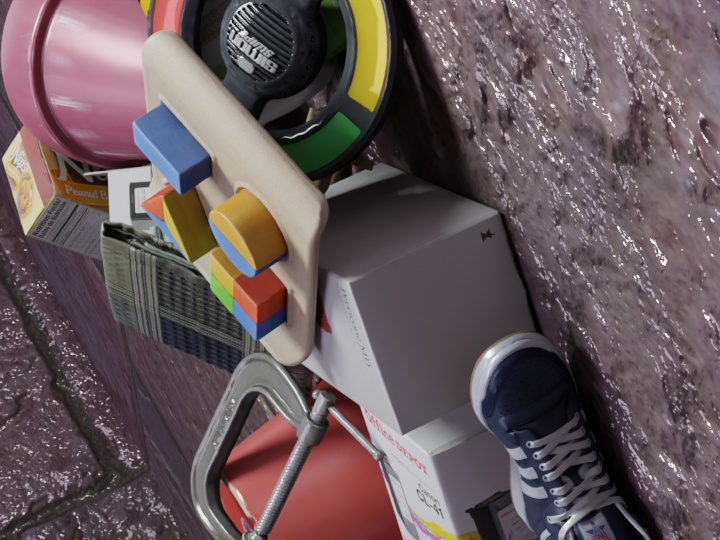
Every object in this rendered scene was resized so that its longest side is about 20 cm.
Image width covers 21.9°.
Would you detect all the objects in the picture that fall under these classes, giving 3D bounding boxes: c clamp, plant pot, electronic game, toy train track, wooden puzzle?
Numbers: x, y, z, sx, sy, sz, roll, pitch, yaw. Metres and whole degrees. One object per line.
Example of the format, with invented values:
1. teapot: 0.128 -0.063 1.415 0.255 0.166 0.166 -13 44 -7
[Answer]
1. c clamp: -0.076 0.161 1.523 0.171 0.027 0.200 52 126 33
2. plant pot: -0.170 -0.172 1.560 0.179 0.200 0.200 21 137 46
3. plant pot: -0.025 0.197 1.650 0.200 0.177 0.200 55 162 29
4. electronic game: -0.061 -0.156 1.269 0.200 0.042 0.200 7 104 28
5. toy train track: -0.012 -0.103 1.382 0.200 0.033 0.115 -149 76 -78
6. wooden puzzle: -0.098 -0.039 1.268 0.185 0.046 0.200 48 155 20

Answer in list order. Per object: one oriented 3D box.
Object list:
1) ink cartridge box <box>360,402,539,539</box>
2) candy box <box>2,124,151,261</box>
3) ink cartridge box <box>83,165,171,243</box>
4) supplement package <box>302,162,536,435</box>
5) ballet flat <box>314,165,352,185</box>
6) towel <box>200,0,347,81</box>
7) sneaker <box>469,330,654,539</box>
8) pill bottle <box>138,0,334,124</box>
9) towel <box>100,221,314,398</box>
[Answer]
1. ink cartridge box: 0.082 0.178 1.443 0.148 0.086 0.200 37 150 60
2. candy box: -0.214 -0.055 1.671 0.055 0.200 0.115 -53 38 23
3. ink cartridge box: -0.129 -0.055 1.549 0.200 0.116 0.068 -1 91 47
4. supplement package: 0.021 0.014 1.315 0.200 0.120 0.121 28 140 64
5. ballet flat: 0.000 0.000 1.470 0.068 0.072 0.200 -37 -70 -62
6. towel: -0.086 -0.223 1.314 0.200 0.149 0.031 62 -152 5
7. sneaker: 0.135 0.133 1.219 0.109 0.070 0.200 56 170 45
8. pill bottle: -0.110 -0.212 1.400 0.200 0.112 0.112 63 165 7
9. towel: -0.122 0.032 1.549 0.192 0.035 0.200 24 157 6
